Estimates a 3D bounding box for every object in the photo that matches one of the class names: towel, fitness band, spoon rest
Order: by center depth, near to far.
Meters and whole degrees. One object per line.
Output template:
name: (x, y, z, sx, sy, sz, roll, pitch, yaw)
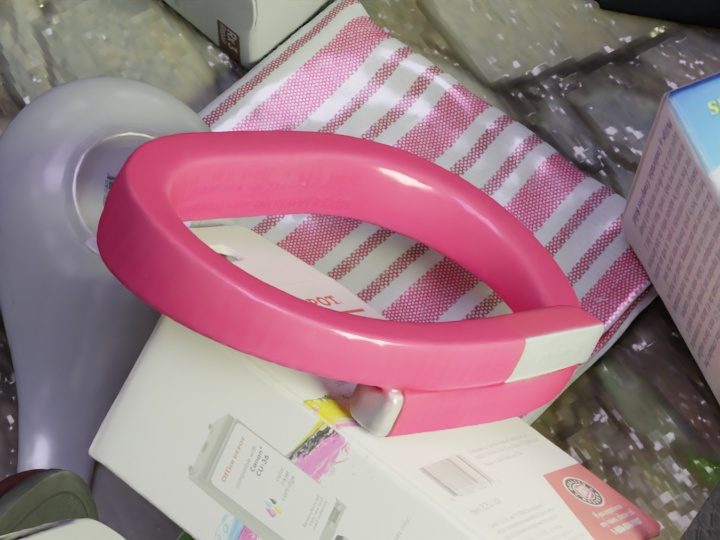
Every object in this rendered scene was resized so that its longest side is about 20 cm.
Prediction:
fitness band: (0.000, 0.000, 0.750, 0.144, 0.038, 0.200, 38, 25, 32)
spoon rest: (-0.101, 0.022, 0.810, 0.099, 0.061, 0.201, 15, 70, -22)
towel: (0.012, -0.019, 0.864, 0.200, 0.030, 0.146, 39, 67, 23)

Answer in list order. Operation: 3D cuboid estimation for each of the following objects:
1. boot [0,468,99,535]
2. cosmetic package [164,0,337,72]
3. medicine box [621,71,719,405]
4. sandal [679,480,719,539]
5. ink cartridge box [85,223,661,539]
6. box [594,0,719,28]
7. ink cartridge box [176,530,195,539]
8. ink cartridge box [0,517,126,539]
boot: (-0.205, 0.124, 0.751, 0.200, 0.068, 0.189, 17, 68, 40)
cosmetic package: (-0.002, -0.189, 0.924, 0.074, 0.102, 0.200, 41, 67, 17)
medicine box: (0.224, 0.009, 0.780, 0.182, 0.103, 0.200, -21, 66, -12)
sandal: (0.136, 0.106, 0.705, 0.043, 0.200, 0.076, 4, 52, -37)
ink cartridge box: (-0.008, 0.064, 0.746, 0.200, 0.116, 0.068, 37, 108, 21)
box: (0.216, -0.205, 0.914, 0.199, 0.124, 0.197, 11, 62, 9)
ink cartridge box: (-0.074, 0.186, 0.727, 0.104, 0.059, 0.200, 34, 66, 21)
ink cartridge box: (-0.092, 0.186, 0.557, 0.147, 0.086, 0.200, 39, 95, 8)
